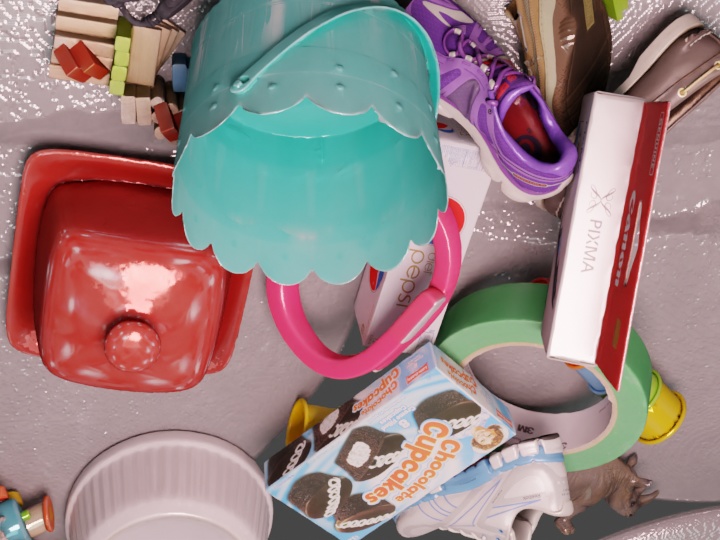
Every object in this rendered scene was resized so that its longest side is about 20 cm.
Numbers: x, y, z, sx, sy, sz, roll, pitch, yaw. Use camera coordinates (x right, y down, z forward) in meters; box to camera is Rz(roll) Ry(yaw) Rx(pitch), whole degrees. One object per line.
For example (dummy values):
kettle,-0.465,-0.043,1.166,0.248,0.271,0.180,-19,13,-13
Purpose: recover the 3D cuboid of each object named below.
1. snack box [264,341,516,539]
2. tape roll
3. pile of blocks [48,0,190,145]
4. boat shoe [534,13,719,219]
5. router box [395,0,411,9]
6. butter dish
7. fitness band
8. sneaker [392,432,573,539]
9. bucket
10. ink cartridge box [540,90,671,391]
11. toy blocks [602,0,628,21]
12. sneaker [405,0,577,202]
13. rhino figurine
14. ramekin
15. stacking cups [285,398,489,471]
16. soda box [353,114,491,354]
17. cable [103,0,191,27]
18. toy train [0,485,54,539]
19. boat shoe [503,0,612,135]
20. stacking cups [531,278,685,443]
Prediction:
snack box,0.025,0.158,1.055,0.199,0.037,0.116,-38,124,20
tape roll,0.158,0.099,1.065,0.198,0.048,0.202,11,136,11
pile of blocks,-0.150,-0.138,0.916,0.199,0.062,0.082,30,111,-24
boat shoe,0.225,-0.114,0.983,0.200,0.060,0.072,-50,157,16
router box,-0.024,-0.262,0.833,0.199,0.051,0.150,33,100,-40
butter dish,-0.182,0.025,0.955,0.198,0.148,0.201,7,119,-14
fitness band,0.000,0.000,0.980,0.144,0.037,0.200,53,126,14
sneaker,0.110,0.222,1.085,0.074,0.088,0.199,1,154,-46
bucket,-0.035,-0.099,0.845,0.204,0.136,0.208,-2,148,-1
ink cartridge box,0.175,-0.029,0.878,0.044,0.176,0.203,9,98,3
toy blocks,0.228,-0.303,0.879,0.136,0.100,0.201,-26,122,-8
sneaker,0.098,-0.146,0.907,0.081,0.083,0.200,-42,88,-15
rhino figurine,0.213,0.212,1.183,0.198,0.060,0.088,10,113,-18
ramekin,-0.179,0.258,1.122,0.200,0.095,0.204,-4,121,-7
stacking cups,0.032,0.168,1.124,0.198,0.061,0.061,13,117,-16
soda box,0.053,-0.030,1.009,0.063,0.068,0.202,10,117,-15
cable,-0.139,-0.284,0.847,0.199,0.051,0.163,-39,111,10
toy train,-0.286,0.288,1.096,0.055,0.150,0.202,-21,118,-15
boat shoe,0.149,-0.196,0.935,0.072,0.076,0.201,-42,144,-24
stacking cups,0.220,0.080,1.110,0.060,0.061,0.200,-42,112,15
